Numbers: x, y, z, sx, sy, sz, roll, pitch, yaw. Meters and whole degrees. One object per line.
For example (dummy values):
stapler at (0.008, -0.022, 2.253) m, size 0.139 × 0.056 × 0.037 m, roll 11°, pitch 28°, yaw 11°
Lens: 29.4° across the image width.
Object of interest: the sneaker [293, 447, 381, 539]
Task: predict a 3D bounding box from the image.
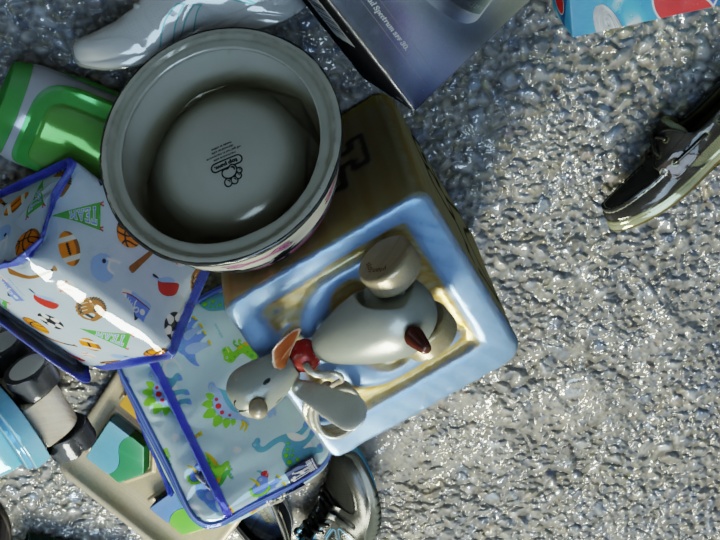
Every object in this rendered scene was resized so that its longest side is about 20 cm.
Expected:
sneaker at (-0.026, 0.267, 1.431) m, size 0.081 × 0.073 × 0.202 m, roll -8°, pitch 122°, yaw -16°

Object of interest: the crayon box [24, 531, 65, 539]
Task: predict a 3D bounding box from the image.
crayon box at (-0.325, 0.382, 1.469) m, size 0.124 × 0.052 × 0.202 m, roll 17°, pitch 116°, yaw -18°

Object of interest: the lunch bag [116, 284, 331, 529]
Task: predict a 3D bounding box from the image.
lunch bag at (-0.127, 0.127, 1.267) m, size 0.159 × 0.082 × 0.202 m, roll -25°, pitch 83°, yaw -7°

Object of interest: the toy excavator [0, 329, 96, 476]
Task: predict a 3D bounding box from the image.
toy excavator at (-0.378, 0.148, 1.285) m, size 0.199 × 0.194 × 0.101 m, roll -36°, pitch 124°, yaw -20°

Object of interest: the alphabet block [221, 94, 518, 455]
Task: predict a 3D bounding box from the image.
alphabet block at (0.000, 0.000, 1.210) m, size 0.195 × 0.201 × 0.196 m, roll -28°, pitch 120°, yaw 8°

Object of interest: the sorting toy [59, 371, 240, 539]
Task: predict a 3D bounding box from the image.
sorting toy at (-0.180, 0.176, 1.339) m, size 0.184 × 0.036 × 0.201 m, roll 37°, pitch 109°, yaw 1°

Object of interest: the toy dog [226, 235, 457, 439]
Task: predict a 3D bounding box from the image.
toy dog at (-0.009, 0.070, 1.076) m, size 0.131 × 0.097 × 0.200 m, roll 31°, pitch 111°, yaw -23°

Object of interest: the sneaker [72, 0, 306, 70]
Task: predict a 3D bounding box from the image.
sneaker at (-0.149, -0.222, 1.140) m, size 0.198 × 0.071 × 0.081 m, roll -19°, pitch 107°, yaw -1°

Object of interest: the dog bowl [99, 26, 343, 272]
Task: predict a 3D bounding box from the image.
dog bowl at (-0.104, -0.088, 1.097) m, size 0.198 × 0.202 × 0.074 m, roll -20°, pitch 158°, yaw 3°

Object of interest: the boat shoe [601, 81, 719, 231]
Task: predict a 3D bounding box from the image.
boat shoe at (0.299, -0.118, 1.270) m, size 0.200 × 0.072 × 0.066 m, roll -37°, pitch 109°, yaw 12°

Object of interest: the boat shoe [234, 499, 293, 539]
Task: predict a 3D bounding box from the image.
boat shoe at (-0.126, 0.223, 1.398) m, size 0.069 × 0.067 × 0.201 m, roll -23°, pitch 122°, yaw 5°

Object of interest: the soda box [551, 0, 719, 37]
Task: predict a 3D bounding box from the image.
soda box at (0.265, -0.260, 1.176) m, size 0.197 × 0.068 × 0.065 m, roll -13°, pitch 122°, yaw -1°

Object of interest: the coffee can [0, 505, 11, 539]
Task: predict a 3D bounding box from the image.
coffee can at (-0.420, 0.322, 1.331) m, size 0.144 × 0.201 × 0.148 m, roll -4°, pitch 122°, yaw -7°

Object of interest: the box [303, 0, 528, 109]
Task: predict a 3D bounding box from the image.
box at (0.037, -0.274, 1.067) m, size 0.198 × 0.123 × 0.200 m, roll -43°, pitch 119°, yaw -1°

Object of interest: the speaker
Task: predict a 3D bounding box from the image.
speaker at (-0.216, -0.107, 1.180) m, size 0.198 × 0.089 × 0.089 m, roll 21°, pitch 115°, yaw -20°

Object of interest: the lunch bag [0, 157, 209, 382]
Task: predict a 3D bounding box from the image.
lunch bag at (-0.259, 0.009, 1.196) m, size 0.199 × 0.125 × 0.170 m, roll -10°, pitch 139°, yaw 47°
